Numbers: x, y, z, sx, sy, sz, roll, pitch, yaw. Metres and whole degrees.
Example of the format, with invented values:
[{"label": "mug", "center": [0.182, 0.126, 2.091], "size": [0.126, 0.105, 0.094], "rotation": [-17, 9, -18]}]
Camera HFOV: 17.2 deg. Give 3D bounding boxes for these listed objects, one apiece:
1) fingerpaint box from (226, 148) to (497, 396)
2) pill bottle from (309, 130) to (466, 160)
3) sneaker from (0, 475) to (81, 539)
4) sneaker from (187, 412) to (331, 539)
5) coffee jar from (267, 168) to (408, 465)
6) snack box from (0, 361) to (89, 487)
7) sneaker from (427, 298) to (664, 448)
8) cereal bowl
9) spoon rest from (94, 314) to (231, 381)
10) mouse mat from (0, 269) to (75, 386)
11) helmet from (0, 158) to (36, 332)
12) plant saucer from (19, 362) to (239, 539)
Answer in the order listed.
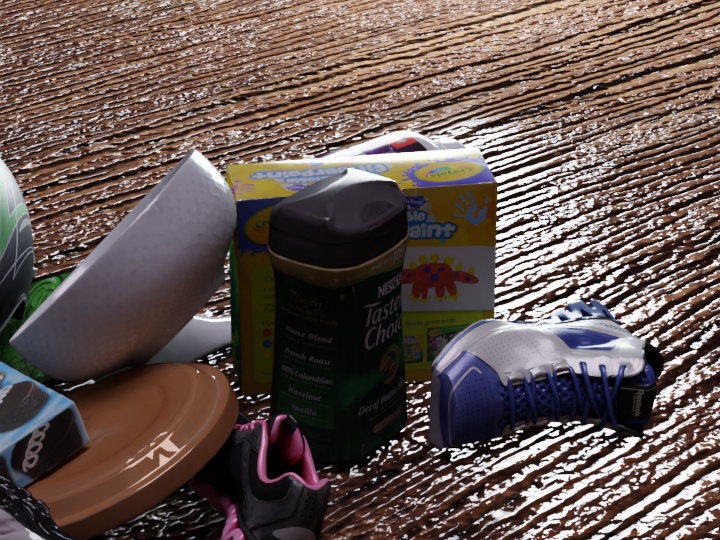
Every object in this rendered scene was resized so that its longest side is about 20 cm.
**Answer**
[{"label": "fingerpaint box", "center": [0.000, 0.000, 1.823], "size": [0.199, 0.167, 0.073], "rotation": [-5, 26, -8]}, {"label": "pill bottle", "center": [0.006, -0.050, 1.994], "size": [0.200, 0.113, 0.112], "rotation": [-21, 32, -37]}, {"label": "sneaker", "center": [-0.200, 0.203, 1.510], "size": [0.200, 0.079, 0.074], "rotation": [33, 6, 23]}, {"label": "sneaker", "center": [-0.065, 0.131, 1.613], "size": [0.079, 0.096, 0.200], "rotation": [8, 22, -25]}, {"label": "coffee jar", "center": [-0.015, 0.032, 1.713], "size": [0.085, 0.201, 0.104], "rotation": [16, 30, 31]}, {"label": "snack box", "center": [-0.294, 0.139, 1.603], "size": [0.200, 0.037, 0.116], "rotation": [-35, 31, -25]}, {"label": "sneaker", "center": [0.152, 0.080, 1.751], "size": [0.199, 0.081, 0.115], "rotation": [-18, 28, -37]}, {"label": "cereal bowl", "center": [-0.159, 0.010, 1.729], "size": [0.083, 0.200, 0.200], "rotation": [45, 29, -6]}, {"label": "spoon rest", "center": [-0.134, 0.040, 1.886], "size": [0.200, 0.061, 0.099], "rotation": [-29, 34, -23]}, {"label": "mouse mat", "center": [-0.238, 0.043, 1.865], "size": [0.160, 0.008, 0.200], "rotation": [-16, 23, 8]}, {"label": "helmet", "center": [-0.343, -0.019, 1.830], "size": [0.199, 0.201, 0.191], "rotation": [1, 2, 3]}, {"label": "plant saucer", "center": [-0.179, 0.121, 1.634], "size": [0.200, 0.032, 0.200], "rotation": [-22, 21, 9]}]
